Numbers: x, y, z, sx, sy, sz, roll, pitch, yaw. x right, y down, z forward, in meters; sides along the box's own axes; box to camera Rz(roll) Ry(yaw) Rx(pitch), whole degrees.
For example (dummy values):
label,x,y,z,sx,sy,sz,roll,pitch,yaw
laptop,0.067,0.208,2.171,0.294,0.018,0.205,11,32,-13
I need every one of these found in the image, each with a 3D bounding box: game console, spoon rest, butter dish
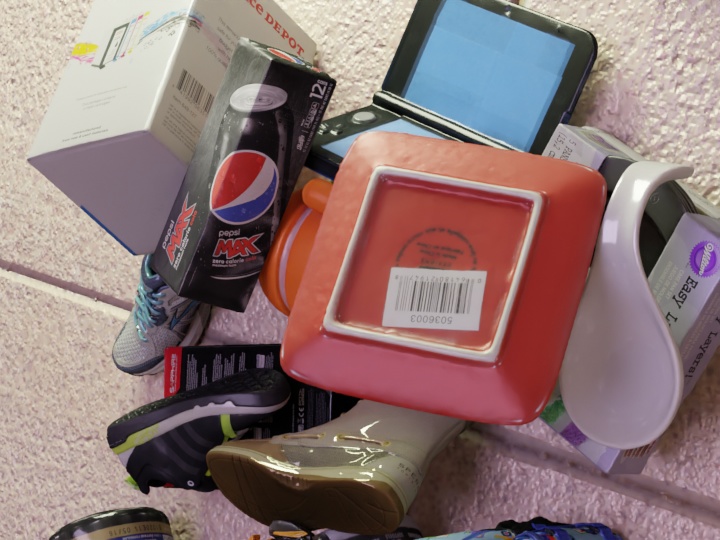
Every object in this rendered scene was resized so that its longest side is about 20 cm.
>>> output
label,x,y,z,sx,sy,sz,roll,pitch,yaw
game console,0.057,-0.135,1.630,0.200,0.170,0.119,27,128,44
spoon rest,0.184,0.023,1.442,0.099,0.060,0.201,8,90,40
butter dish,0.069,0.024,1.487,0.199,0.148,0.200,10,68,21

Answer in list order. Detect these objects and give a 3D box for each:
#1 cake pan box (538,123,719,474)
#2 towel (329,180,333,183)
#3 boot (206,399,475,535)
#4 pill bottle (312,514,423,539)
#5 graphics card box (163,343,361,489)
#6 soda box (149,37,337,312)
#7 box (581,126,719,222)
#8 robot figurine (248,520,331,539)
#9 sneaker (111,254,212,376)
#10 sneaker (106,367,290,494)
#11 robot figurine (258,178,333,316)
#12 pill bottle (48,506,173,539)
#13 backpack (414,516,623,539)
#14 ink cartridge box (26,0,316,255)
label,x,y,z,sx,sy,sz,roll,pitch,yaw
cake pan box,0.176,0.017,1.521,0.184,0.052,0.201,41,111,33
towel,0.039,-0.059,1.713,0.200,0.018,0.086,-22,72,37
boot,-0.011,0.132,1.648,0.199,0.155,0.072,2,127,41
pill bottle,0.022,0.300,1.625,0.114,0.114,0.201,-35,64,33
graphics card box,-0.083,0.125,1.776,0.199,0.051,0.126,-4,82,41
soda box,-0.092,-0.074,1.635,0.071,0.063,0.201,39,111,57
box,0.179,0.013,1.572,0.144,0.036,0.201,38,108,36
robot figurine,-0.051,0.283,1.571,0.145,0.058,0.200,-49,58,14
sneaker,-0.169,0.013,1.839,0.200,0.086,0.078,-50,56,25
sneaker,-0.126,0.140,1.750,0.200,0.072,0.083,-18,97,39
robot figurine,0.000,0.002,1.658,0.199,0.144,0.117,22,92,33
pill bottle,-0.198,0.315,1.814,0.112,0.112,0.201,-30,66,34
backpack,0.099,0.268,1.505,0.134,0.200,0.183,-18,73,38
ink cartridge box,-0.154,-0.142,1.756,0.144,0.147,0.201,-10,50,38
